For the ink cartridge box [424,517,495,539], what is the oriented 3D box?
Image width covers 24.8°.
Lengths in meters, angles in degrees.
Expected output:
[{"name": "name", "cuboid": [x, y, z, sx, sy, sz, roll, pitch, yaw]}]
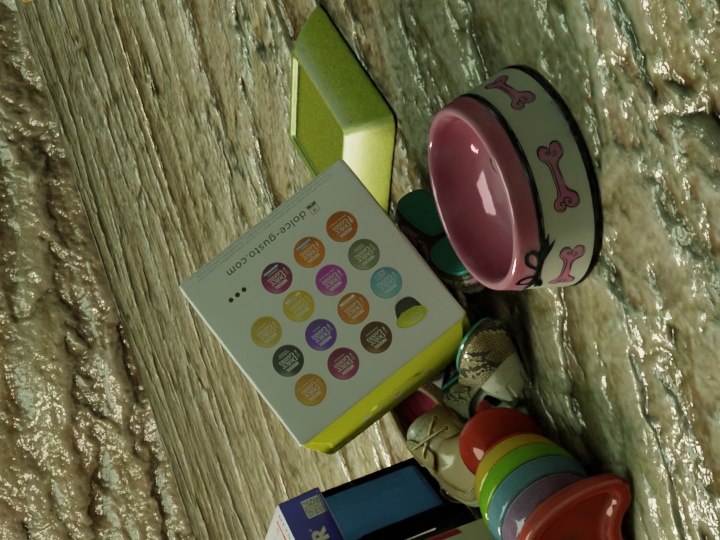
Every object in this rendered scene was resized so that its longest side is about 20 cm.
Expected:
[{"name": "ink cartridge box", "cuboid": [0.102, 0.351, 1.630, 0.200, 0.145, 0.145, 108, 140, -61]}]

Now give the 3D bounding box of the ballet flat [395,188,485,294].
[{"name": "ballet flat", "cuboid": [0.093, -0.018, 1.603, 0.071, 0.069, 0.200, 61, 173, -29]}]

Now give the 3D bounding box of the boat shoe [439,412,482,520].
[{"name": "boat shoe", "cuboid": [0.113, 0.213, 1.744, 0.200, 0.065, 0.072, -135, 32, -53]}]

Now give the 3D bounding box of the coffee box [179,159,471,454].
[{"name": "coffee box", "cuboid": [-0.023, 0.044, 1.609, 0.198, 0.200, 0.200, 52, 180, 12]}]

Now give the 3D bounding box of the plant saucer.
[{"name": "plant saucer", "cuboid": [-0.030, -0.158, 1.834, 0.200, 0.048, 0.200, 94, 151, -50]}]

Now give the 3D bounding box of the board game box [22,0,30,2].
[{"name": "board game box", "cuboid": [-0.455, -0.541, 2.455, 0.200, 0.200, 0.200, -139, 35, -58]}]

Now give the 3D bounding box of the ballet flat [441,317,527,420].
[{"name": "ballet flat", "cuboid": [0.129, 0.107, 1.624, 0.075, 0.068, 0.200, 44, 161, 11]}]

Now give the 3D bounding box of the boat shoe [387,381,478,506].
[{"name": "boat shoe", "cuboid": [0.076, 0.174, 1.708, 0.074, 0.069, 0.200, -56, 36, 9]}]

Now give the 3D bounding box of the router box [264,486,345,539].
[{"name": "router box", "cuboid": [-0.033, 0.347, 1.691, 0.200, 0.049, 0.180, 62, 159, 19]}]

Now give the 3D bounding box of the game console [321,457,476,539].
[{"name": "game console", "cuboid": [0.025, 0.263, 1.831, 0.117, 0.200, 0.176, 64, 161, 18]}]

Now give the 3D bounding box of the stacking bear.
[{"name": "stacking bear", "cuboid": [0.159, 0.200, 1.545, 0.200, 0.113, 0.122, -128, 26, -55]}]

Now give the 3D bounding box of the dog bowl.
[{"name": "dog bowl", "cuboid": [0.126, -0.072, 1.424, 0.200, 0.074, 0.201, 161, 90, -72]}]

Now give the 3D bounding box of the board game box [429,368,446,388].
[{"name": "board game box", "cuboid": [0.045, 0.105, 1.794, 0.200, 0.095, 0.030, 98, 174, -56]}]
